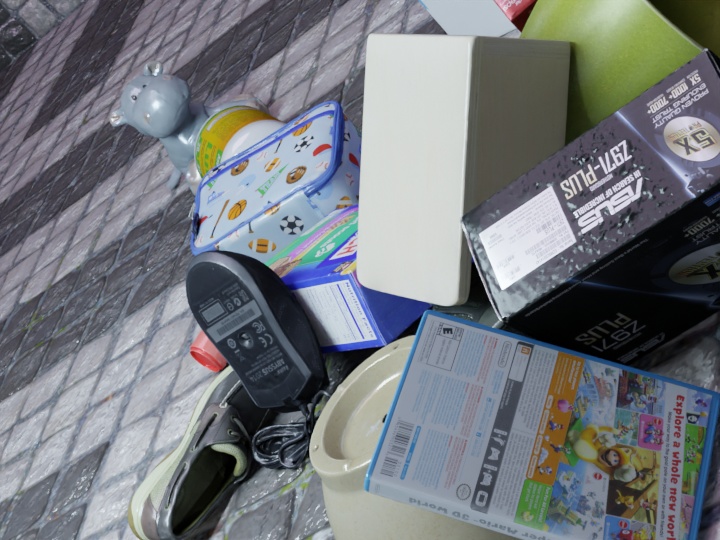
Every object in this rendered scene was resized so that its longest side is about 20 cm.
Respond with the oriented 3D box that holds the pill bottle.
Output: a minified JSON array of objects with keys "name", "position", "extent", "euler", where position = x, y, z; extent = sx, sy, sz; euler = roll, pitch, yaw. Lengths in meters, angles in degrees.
[{"name":"pill bottle","position":[-0.115,-0.120,1.795],"extent":[0.111,0.111,0.200],"euler":[-46,23,-4]}]

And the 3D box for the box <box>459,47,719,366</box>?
[{"name":"box","position":[0.195,-0.030,1.045],"extent":[0.199,0.163,0.087],"euler":[-34,58,23]}]

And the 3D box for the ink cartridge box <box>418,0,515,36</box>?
[{"name":"ink cartridge box","position":[0.151,-0.376,1.731],"extent":[0.145,0.147,0.201],"euler":[-20,34,45]}]

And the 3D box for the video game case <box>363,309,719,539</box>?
[{"name":"video game case","position":[0.116,0.106,0.980],"extent":[0.018,0.198,0.144],"euler":[97,-168,-47]}]

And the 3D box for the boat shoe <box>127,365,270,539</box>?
[{"name":"boat shoe","position":[-0.125,0.163,1.411],"extent":[0.066,0.072,0.201],"euler":[8,52,46]}]

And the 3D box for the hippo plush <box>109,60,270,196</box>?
[{"name":"hippo plush","position":[-0.222,-0.204,2.051],"extent":[0.160,0.161,0.200],"euler":[-49,24,-8]}]

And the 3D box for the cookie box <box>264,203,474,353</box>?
[{"name":"cookie box","position":[0.000,0.000,1.401],"extent":[0.171,0.076,0.199],"euler":[-39,17,-36]}]

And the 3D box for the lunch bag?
[{"name":"lunch bag","position":[-0.086,-0.080,1.601],"extent":[0.199,0.076,0.161],"euler":[-26,36,23]}]

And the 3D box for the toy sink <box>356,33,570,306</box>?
[{"name":"toy sink","position":[0.082,-0.082,1.238],"extent":[0.130,0.111,0.203],"euler":[11,101,53]}]

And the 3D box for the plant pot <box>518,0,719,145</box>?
[{"name":"plant pot","position":[0.194,-0.154,1.287],"extent":[0.200,0.186,0.188],"euler":[-48,19,29]}]

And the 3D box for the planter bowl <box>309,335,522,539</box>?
[{"name":"planter bowl","position":[0.050,0.131,1.079],"extent":[0.200,0.135,0.201],"euler":[-36,25,20]}]

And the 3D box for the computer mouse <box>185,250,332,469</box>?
[{"name":"computer mouse","position":[-0.076,0.065,1.346],"extent":[0.138,0.201,0.053],"euler":[-24,9,43]}]

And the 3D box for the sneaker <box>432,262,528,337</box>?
[{"name":"sneaker","position":[0.071,0.063,1.236],"extent":[0.199,0.076,0.114],"euler":[-39,22,7]}]

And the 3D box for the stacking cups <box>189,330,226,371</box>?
[{"name":"stacking cups","position":[-0.106,0.016,1.642],"extent":[0.060,0.060,0.201],"euler":[-1,54,58]}]

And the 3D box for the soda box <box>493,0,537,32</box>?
[{"name":"soda box","position":[0.169,-0.232,1.411],"extent":[0.063,0.200,0.070],"euler":[-40,66,12]}]
